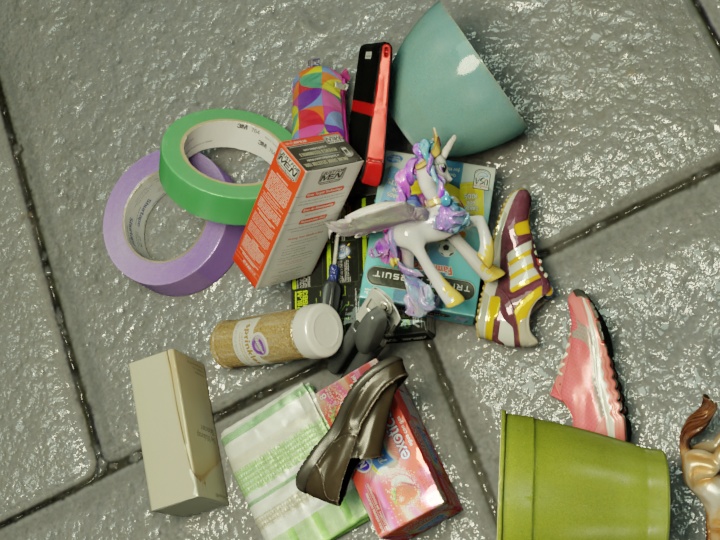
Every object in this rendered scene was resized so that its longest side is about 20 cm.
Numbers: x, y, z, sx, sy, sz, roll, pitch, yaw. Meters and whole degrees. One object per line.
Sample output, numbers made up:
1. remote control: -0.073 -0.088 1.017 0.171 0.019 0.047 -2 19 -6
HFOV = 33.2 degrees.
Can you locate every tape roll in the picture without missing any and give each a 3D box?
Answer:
1. tape roll: -0.264 -0.069 1.718 0.197 0.066 0.203 -5 73 17
2. tape roll: -0.175 -0.144 1.652 0.198 0.049 0.202 9 42 -8

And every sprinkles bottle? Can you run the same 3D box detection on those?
1. sprinkles bottle: -0.112 0.088 1.574 0.199 0.068 0.069 -11 68 45

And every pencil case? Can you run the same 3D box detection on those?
1. pencil case: -0.053 -0.193 1.639 0.087 0.089 0.202 -14 49 15

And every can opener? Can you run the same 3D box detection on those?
1. can opener: -0.005 0.093 1.510 0.067 0.201 0.053 -32 73 -35

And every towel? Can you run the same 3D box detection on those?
1. towel: -0.086 0.268 1.581 0.148 0.031 0.202 -32 69 11

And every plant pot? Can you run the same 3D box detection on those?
1. plant pot: 0.253 0.267 1.384 0.190 0.201 0.203 2 75 7
2. plant pot: 0.107 -0.226 1.564 0.134 0.200 0.201 -35 66 10

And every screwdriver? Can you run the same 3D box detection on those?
1. screwdriver: -0.034 -0.024 1.591 0.028 0.029 0.203 1 81 20

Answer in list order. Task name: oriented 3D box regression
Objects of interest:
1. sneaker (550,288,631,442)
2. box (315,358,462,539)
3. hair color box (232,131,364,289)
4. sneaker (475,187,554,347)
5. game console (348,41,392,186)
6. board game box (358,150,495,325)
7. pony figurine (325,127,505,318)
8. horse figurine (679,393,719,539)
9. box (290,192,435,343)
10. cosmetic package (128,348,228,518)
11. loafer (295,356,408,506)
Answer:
1. sneaker: 0.267 0.121 1.472 0.086 0.074 0.203 -15 70 16
2. box: 0.036 0.226 1.507 0.094 0.103 0.202 -30 68 10
3. hair color box: -0.081 -0.075 1.534 0.061 0.101 0.201 49 132 26
4. sneaker: 0.208 -0.002 1.536 0.089 0.075 0.203 12 84 13
5. game console: 0.014 -0.207 1.580 0.031 0.200 0.179 7 98 -9
6. board game box: 0.087 -0.043 1.554 0.149 0.047 0.203 9 74 2
7. pony figurine: 0.064 -0.049 1.463 0.191 0.167 0.202 -26 96 -3
8. horse figurine: 0.423 0.245 1.387 0.132 0.050 0.202 -34 74 26
9. box: 0.000 0.000 1.617 0.191 0.047 0.203 -8 73 19
10. cosmetic package: -0.242 0.218 1.605 0.072 0.104 0.202 -19 70 12
11. loafer: 0.004 0.194 1.439 0.071 0.073 0.201 35 97 19
